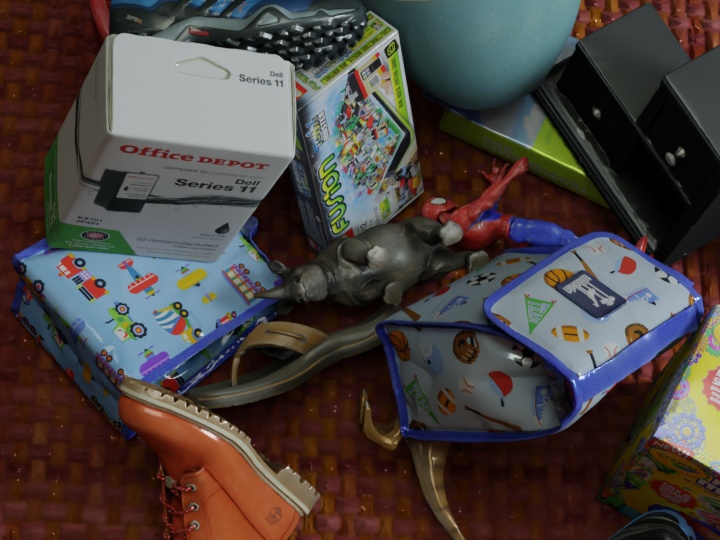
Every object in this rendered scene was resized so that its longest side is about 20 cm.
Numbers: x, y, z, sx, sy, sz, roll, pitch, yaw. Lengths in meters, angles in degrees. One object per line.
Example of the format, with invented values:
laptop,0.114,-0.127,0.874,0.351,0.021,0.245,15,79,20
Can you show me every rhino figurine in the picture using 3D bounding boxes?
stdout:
rhino figurine,0.000,0.000,1.501,0.198,0.087,0.061,-16,103,-30

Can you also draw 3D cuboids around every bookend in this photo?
bookend,0.243,-0.132,1.485,0.092,0.200,0.200,-29,77,-17

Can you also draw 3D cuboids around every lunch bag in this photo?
lunch bag,-0.159,0.009,1.502,0.199,0.094,0.151,-37,74,-27
lunch bag,0.139,0.052,1.416,0.169,0.199,0.125,-29,109,-37

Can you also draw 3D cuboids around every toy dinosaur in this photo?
toy dinosaur,0.051,0.130,1.486,0.105,0.060,0.202,5,69,-6

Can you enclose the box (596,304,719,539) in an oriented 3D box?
box,0.313,0.152,1.436,0.199,0.193,0.123,29,69,6

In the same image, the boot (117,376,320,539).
boot,-0.124,0.162,1.406,0.200,0.075,0.108,43,77,-32

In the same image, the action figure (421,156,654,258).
action figure,0.149,-0.052,1.544,0.198,0.065,0.100,12,71,21

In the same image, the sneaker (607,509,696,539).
sneaker,0.173,0.257,1.420,0.199,0.083,0.071,-43,81,9

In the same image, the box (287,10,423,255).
box,-0.008,-0.102,1.494,0.110,0.201,0.035,-40,58,-18

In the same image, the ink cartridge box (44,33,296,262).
ink cartridge box,-0.146,-0.087,1.396,0.145,0.200,0.084,5,65,-20

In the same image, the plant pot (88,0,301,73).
plant pot,-0.116,-0.191,1.518,0.198,0.183,0.203,1,66,-2

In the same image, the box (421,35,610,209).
box,0.161,-0.146,1.610,0.198,0.048,0.123,26,68,2

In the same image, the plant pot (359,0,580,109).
plant pot,0.095,-0.212,1.510,0.198,0.136,0.201,-11,34,8

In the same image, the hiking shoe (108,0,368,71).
hiking shoe,-0.094,-0.195,1.385,0.197,0.075,0.088,-7,69,-6

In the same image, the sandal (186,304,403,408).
sandal,-0.053,0.060,1.485,0.198,0.082,0.055,-24,95,-17
